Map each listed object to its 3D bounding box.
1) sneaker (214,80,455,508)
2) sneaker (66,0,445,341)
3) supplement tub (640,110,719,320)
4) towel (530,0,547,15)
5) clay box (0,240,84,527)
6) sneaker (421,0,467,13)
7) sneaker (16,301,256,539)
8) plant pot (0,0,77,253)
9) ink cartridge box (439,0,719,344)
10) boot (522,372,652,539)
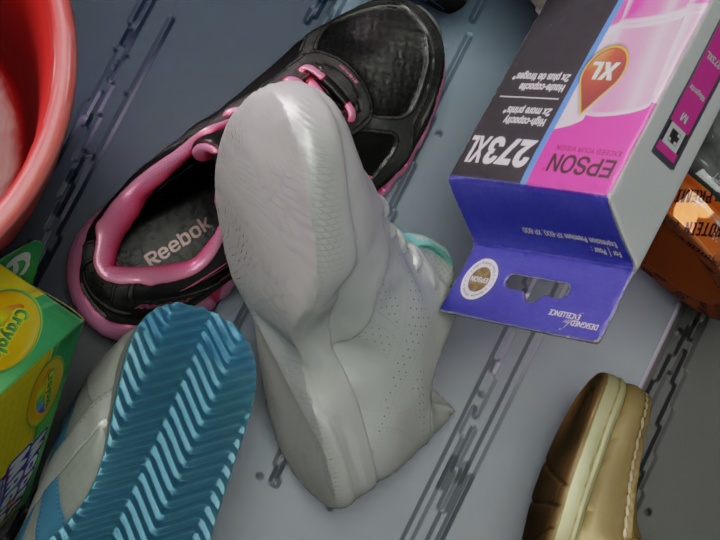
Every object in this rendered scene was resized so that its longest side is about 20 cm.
[{"bbox_3d":[0.000,0.000,0.785,0.088,0.200,0.075,-27,44,-22],"label":"sneaker"},{"bbox_3d":[-0.040,-0.047,0.819,0.200,0.095,0.079,-42,82,-9],"label":"sneaker"},{"bbox_3d":[0.190,-0.081,0.820,0.123,0.123,0.200,44,81,5],"label":"supplement tub"},{"bbox_3d":[0.112,-0.200,0.839,0.133,0.034,0.200,43,70,-35],"label":"towel"},{"bbox_3d":[-0.169,0.081,0.711,0.048,0.115,0.200,33,42,10],"label":"clay box"},{"bbox_3d":[0.068,-0.205,0.867,0.078,0.070,0.200,40,83,-8],"label":"sneaker"},{"bbox_3d":[-0.102,0.113,0.777,0.076,0.081,0.200,30,64,-11],"label":"sneaker"},{"bbox_3d":[-0.205,-0.067,0.770,0.200,0.177,0.201,1,82,-4],"label":"plant pot"},{"bbox_3d":[0.098,-0.070,0.766,0.037,0.095,0.200,36,75,-35],"label":"ink cartridge box"},{"bbox_3d":[0.140,0.152,0.805,0.155,0.073,0.200,12,82,0],"label":"boot"}]
